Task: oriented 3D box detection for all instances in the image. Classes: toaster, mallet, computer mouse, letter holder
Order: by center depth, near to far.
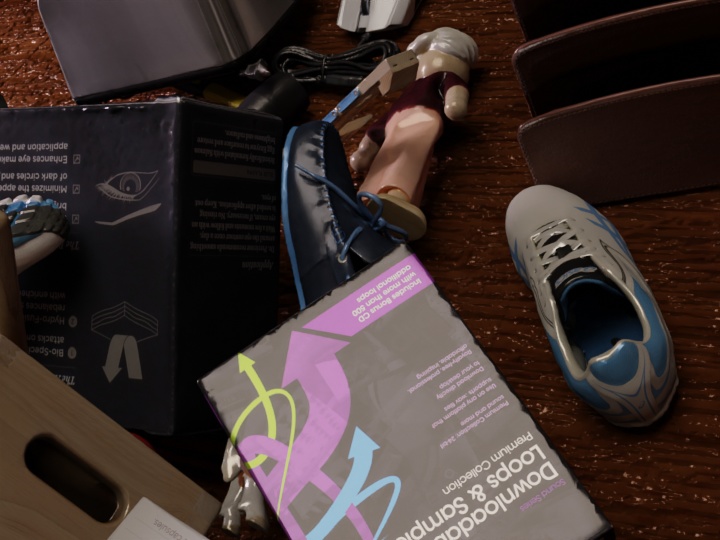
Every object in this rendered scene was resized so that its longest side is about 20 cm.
[{"bbox_3d":[0.196,-0.134,0.860,0.198,0.143,0.101,-8,46,22],"label":"letter holder"},{"bbox_3d":[0.012,-0.228,1.128,0.109,0.044,0.201,4,52,33],"label":"computer mouse"},{"bbox_3d":[-0.146,-0.233,1.133,0.198,0.119,0.181,-7,32,27],"label":"toaster"},{"bbox_3d":[-0.113,-0.154,1.135,0.066,0.041,0.200,-40,39,-11],"label":"mallet"}]

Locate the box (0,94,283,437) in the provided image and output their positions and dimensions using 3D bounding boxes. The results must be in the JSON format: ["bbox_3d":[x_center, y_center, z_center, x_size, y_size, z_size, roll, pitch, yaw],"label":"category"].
[{"bbox_3d":[-0.161,-0.004,0.884,0.195,0.117,0.202,2,91,31],"label":"box"}]

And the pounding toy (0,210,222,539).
[{"bbox_3d":[-0.190,0.103,0.756,0.184,0.200,0.143,-24,29,56],"label":"pounding toy"}]

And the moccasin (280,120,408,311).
[{"bbox_3d":[0.000,0.000,0.862,0.068,0.080,0.202,-15,80,23],"label":"moccasin"}]

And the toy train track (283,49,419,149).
[{"bbox_3d":[-0.013,-0.090,0.935,0.114,0.033,0.200,-26,-6,-33],"label":"toy train track"}]

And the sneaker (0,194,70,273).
[{"bbox_3d":[-0.247,0.025,0.840,0.199,0.087,0.075,-27,19,22],"label":"sneaker"}]

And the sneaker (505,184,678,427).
[{"bbox_3d":[0.133,0.005,0.815,0.071,0.073,0.201,-27,41,6],"label":"sneaker"}]

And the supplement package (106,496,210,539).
[{"bbox_3d":[-0.044,0.226,0.637,0.199,0.156,0.111,21,62,40],"label":"supplement package"}]

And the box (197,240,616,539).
[{"bbox_3d":[0.020,0.099,0.719,0.142,0.036,0.201,-34,63,-4],"label":"box"}]

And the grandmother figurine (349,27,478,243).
[{"bbox_3d":[0.039,-0.100,0.981,0.120,0.061,0.201,-13,41,39],"label":"grandmother figurine"}]

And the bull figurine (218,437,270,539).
[{"bbox_3d":[0.010,0.116,0.769,0.198,0.065,0.122,18,62,27],"label":"bull figurine"}]

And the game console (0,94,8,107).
[{"bbox_3d":[-0.346,-0.070,1.066,0.198,0.118,0.175,-21,11,-23],"label":"game console"}]
